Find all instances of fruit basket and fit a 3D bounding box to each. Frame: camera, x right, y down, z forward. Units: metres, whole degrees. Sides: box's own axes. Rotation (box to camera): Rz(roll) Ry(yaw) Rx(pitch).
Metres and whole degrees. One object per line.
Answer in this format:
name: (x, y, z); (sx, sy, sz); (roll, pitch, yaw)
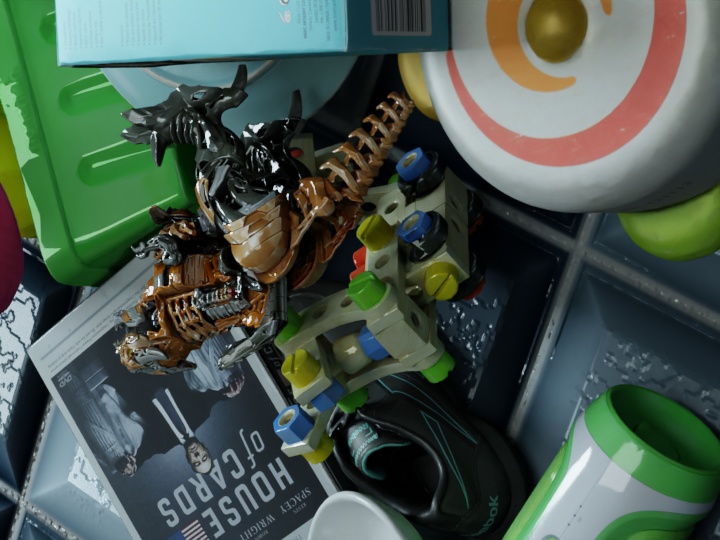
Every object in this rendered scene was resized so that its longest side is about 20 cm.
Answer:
fruit basket: (-0.188, -0.081, 1.324); (0.215, 0.155, 0.216); (-1, 87, 20)

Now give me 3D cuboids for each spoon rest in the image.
spoon rest: (-0.002, 0.206, 1.196); (0.099, 0.061, 0.200); (43, 140, 34)

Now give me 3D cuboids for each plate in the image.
plate: (-0.085, -0.166, 1.185); (0.200, 0.026, 0.201); (7, 105, 25)

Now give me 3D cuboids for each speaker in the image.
speaker: (0.111, 0.159, 1.136); (0.088, 0.088, 0.200); (43, 116, 27)

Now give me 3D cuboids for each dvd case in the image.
dvd case: (-0.099, 0.092, 1.268); (0.150, 0.025, 0.200); (-38, 77, 31)

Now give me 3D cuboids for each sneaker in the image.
sneaker: (0.011, 0.073, 1.212); (0.200, 0.079, 0.076); (44, 117, 29)

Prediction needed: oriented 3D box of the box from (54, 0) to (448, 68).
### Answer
box: (-0.058, -0.131, 1.093); (0.200, 0.082, 0.049); (2, 96, 40)

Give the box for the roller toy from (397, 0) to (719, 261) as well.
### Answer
roller toy: (0.126, -0.121, 1.073); (0.200, 0.140, 0.183); (40, 115, 29)

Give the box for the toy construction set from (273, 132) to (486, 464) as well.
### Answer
toy construction set: (0.000, 0.000, 1.182); (0.131, 0.092, 0.200); (-34, 42, 22)

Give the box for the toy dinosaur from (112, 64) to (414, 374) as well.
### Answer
toy dinosaur: (-0.052, -0.026, 1.130); (0.200, 0.102, 0.136); (-25, 58, 4)

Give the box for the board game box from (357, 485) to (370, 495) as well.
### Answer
board game box: (-0.076, 0.146, 1.305); (0.200, 0.039, 0.158); (-20, 81, 36)

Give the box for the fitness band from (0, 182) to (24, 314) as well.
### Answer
fitness band: (-0.253, -0.042, 1.324); (0.144, 0.037, 0.200); (61, 159, 8)
